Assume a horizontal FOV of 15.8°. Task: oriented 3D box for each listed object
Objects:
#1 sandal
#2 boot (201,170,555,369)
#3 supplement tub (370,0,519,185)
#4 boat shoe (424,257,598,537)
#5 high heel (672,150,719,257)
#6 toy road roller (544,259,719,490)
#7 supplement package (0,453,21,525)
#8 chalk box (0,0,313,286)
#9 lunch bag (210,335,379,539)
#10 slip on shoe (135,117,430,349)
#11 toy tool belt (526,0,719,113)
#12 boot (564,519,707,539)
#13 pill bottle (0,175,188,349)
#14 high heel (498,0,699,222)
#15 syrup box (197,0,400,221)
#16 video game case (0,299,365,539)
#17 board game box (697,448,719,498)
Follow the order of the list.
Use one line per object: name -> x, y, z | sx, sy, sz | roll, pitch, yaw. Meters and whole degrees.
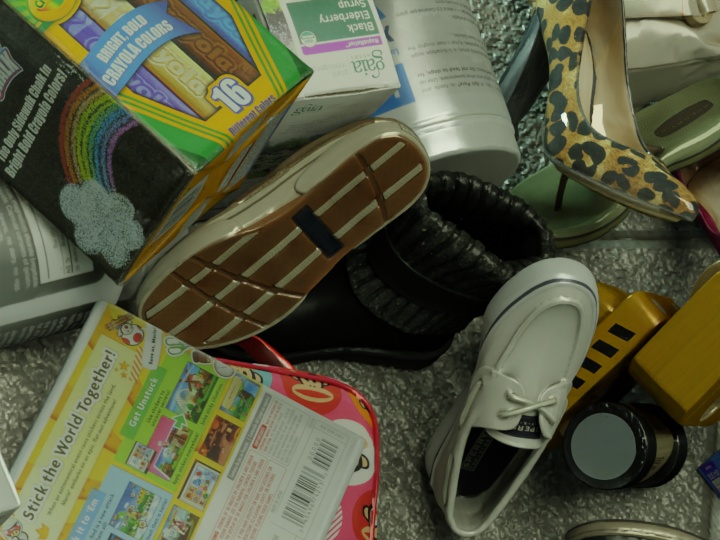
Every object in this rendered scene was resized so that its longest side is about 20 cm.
sandal -> 0.174, -0.085, 1.783 | 0.201, 0.057, 0.080 | -35, 42, -16
boot -> 0.000, -0.002, 1.631 | 0.211, 0.158, 0.079 | 2, 66, -26
supplement tub -> 0.014, -0.143, 1.711 | 0.132, 0.132, 0.200 | -10, 71, -30
boat shoe -> 0.095, 0.082, 1.612 | 0.072, 0.200, 0.066 | 16, 36, -22
high heel -> 0.249, -0.059, 1.779 | 0.067, 0.200, 0.096 | -40, 96, 10
toy road roller -> 0.183, 0.043, 1.688 | 0.146, 0.200, 0.123 | 49, 12, 16
supplement package -> -0.289, 0.105, 1.410 | 0.111, 0.200, 0.156 | -19, 77, -31
chalk box -> -0.154, -0.118, 1.501 | 0.200, 0.125, 0.124 | 44, 48, 5
lunch bag -> -0.087, 0.119, 1.577 | 0.200, 0.082, 0.176 | 13, 62, -20
slip on shoe -> -0.050, -0.027, 1.571 | 0.200, 0.061, 0.076 | -38, 117, 3
toy tool belt -> 0.213, -0.188, 1.842 | 0.200, 0.125, 0.123 | -11, 65, -10
boot -> 0.210, 0.257, 1.672 | 0.200, 0.073, 0.151 | 28, 58, -19
pill bottle -> -0.213, -0.012, 1.556 | 0.200, 0.114, 0.114 | -15, 75, -32
high heel -> 0.174, -0.122, 1.703 | 0.071, 0.200, 0.143 | 23, 99, -48
syrup box -> -0.060, -0.105, 1.623 | 0.079, 0.200, 0.081 | -11, 73, -30
video game case -> -0.112, 0.138, 1.498 | 0.182, 0.023, 0.200 | 28, 58, -7
board game box -> 0.340, 0.076, 1.770 | 0.200, 0.152, 0.045 | -36, 87, -34
